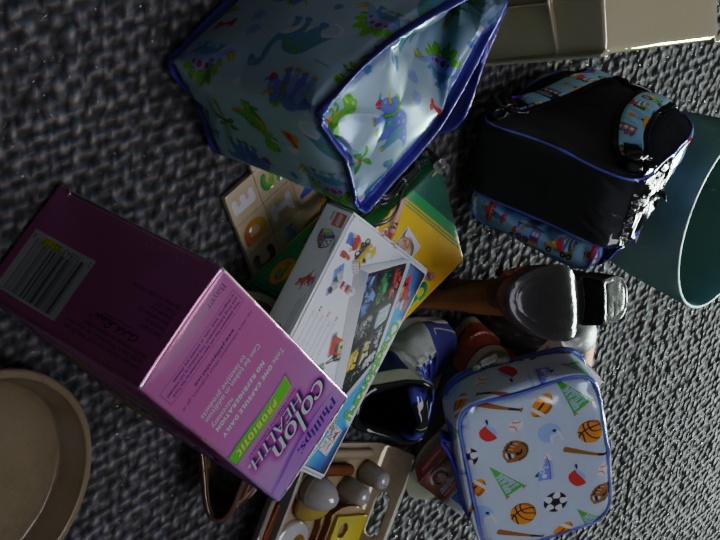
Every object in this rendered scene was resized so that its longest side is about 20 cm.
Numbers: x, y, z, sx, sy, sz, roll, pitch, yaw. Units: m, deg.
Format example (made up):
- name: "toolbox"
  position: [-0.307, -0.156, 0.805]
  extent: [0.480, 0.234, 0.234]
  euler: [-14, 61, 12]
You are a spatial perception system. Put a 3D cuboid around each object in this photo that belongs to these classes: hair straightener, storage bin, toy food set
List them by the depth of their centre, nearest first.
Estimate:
- name: "hair straightener"
  position: [0.036, -0.102, 1.194]
  extent: [0.200, 0.077, 0.041]
  euler: [-47, 141, -30]
- name: "storage bin"
  position: [0.182, -0.234, 1.218]
  extent: [0.199, 0.198, 0.094]
  euler: [-16, 105, -46]
- name: "toy food set"
  position: [-0.027, 0.240, 1.331]
  extent: [0.199, 0.060, 0.144]
  euler: [11, 101, -56]

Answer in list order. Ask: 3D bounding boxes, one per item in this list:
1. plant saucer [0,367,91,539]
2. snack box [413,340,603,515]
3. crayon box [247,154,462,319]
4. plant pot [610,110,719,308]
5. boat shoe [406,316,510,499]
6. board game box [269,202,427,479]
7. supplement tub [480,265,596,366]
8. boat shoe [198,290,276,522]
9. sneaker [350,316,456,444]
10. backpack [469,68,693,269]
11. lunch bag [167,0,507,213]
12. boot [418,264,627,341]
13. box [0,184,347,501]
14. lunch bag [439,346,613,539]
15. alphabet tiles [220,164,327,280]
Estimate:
- name: "plant saucer"
  position: [-0.281, 0.159, 1.004]
  extent: [0.200, 0.029, 0.201]
  euler: [-29, 130, -40]
- name: "snack box"
  position: [0.147, 0.156, 1.394]
  extent: [0.200, 0.024, 0.072]
  euler: [-45, 121, 9]
- name: "crayon box"
  position: [0.000, 0.000, 1.223]
  extent: [0.200, 0.058, 0.119]
  euler: [-44, 138, -26]
- name: "plant pot"
  position: [0.323, -0.081, 1.499]
  extent: [0.200, 0.160, 0.202]
  euler: [-31, 133, -40]
- name: "boat shoe"
  position: [0.090, 0.143, 1.420]
  extent: [0.071, 0.063, 0.201]
  euler: [4, 121, -32]
- name: "board game box"
  position: [-0.029, 0.061, 1.140]
  extent: [0.126, 0.034, 0.201]
  euler: [36, 79, -52]
- name: "supplement tub"
  position: [0.179, 0.105, 1.462]
  extent: [0.122, 0.122, 0.201]
  euler: [-19, 123, -44]
- name: "boat shoe"
  position: [-0.102, 0.116, 1.149]
  extent: [0.072, 0.072, 0.201]
  euler: [-60, 164, -64]
- name: "sneaker"
  position: [0.036, 0.111, 1.296]
  extent: [0.199, 0.115, 0.081]
  euler: [-15, 122, -46]
- name: "backpack"
  position: [0.220, -0.112, 1.356]
  extent: [0.200, 0.182, 0.135]
  euler: [-37, 145, -49]
- name: "lunch bag"
  position: [-0.011, -0.160, 1.037]
  extent: [0.200, 0.169, 0.128]
  euler: [-50, 141, -22]
- name: "boot"
  position: [0.116, 0.019, 1.282]
  extent: [0.188, 0.199, 0.069]
  euler: [-13, 103, -52]
- name: "box"
  position: [-0.136, 0.054, 0.999]
  extent: [0.097, 0.175, 0.200]
  euler: [-56, 143, -12]
- name: "lunch bag"
  position: [0.157, 0.170, 1.348]
  extent: [0.159, 0.076, 0.201]
  euler: [-15, 119, -3]
- name: "alphabet tiles"
  position: [-0.042, -0.063, 1.191]
  extent: [0.167, 0.008, 0.201]
  euler: [-44, 139, -26]
